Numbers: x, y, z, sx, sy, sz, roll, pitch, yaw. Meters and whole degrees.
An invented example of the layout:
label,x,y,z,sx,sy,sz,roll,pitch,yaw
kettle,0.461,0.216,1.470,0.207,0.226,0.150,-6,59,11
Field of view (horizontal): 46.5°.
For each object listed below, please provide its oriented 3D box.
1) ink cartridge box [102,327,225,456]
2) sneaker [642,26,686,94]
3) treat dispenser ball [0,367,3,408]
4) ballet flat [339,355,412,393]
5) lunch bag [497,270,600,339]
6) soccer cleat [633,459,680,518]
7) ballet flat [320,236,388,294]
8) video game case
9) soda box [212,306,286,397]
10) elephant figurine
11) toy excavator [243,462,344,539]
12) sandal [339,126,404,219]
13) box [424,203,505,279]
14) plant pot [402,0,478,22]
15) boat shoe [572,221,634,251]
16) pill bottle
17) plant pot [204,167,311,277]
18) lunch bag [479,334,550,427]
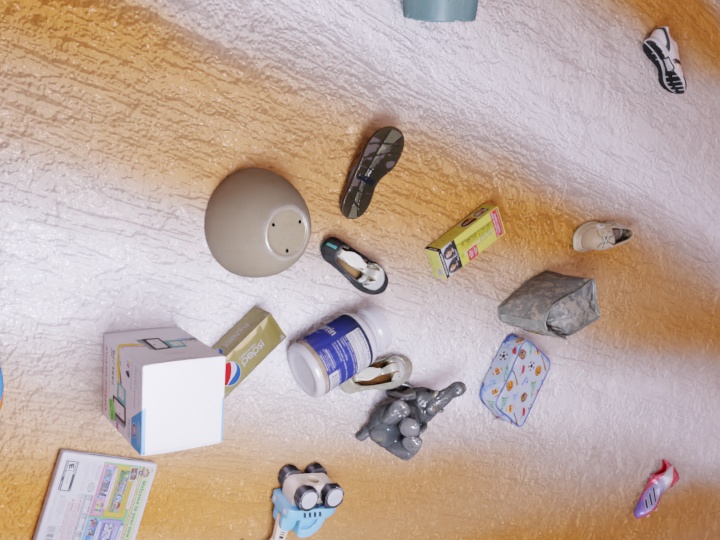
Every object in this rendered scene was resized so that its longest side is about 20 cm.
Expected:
label,x,y,z,sx,sy,sz,roll,pitch,yaw
ink cartridge box,-0.332,0.194,1.401,0.143,0.198,0.151,-3,102,-34
sneaker,0.809,-0.547,2.187,0.081,0.073,0.201,-53,126,-17
treat dispenser ball,-0.610,0.172,1.185,0.197,0.199,0.206,-9,105,-35
ballet flat,0.044,0.219,1.768,0.197,0.062,0.069,-13,75,-35
lunch bag,0.443,0.092,1.988,0.197,0.163,0.120,-24,110,-30
soccer cleat,0.874,0.656,2.511,0.199,0.067,0.077,-40,89,-18
ballet flat,0.000,0.000,1.694,0.198,0.068,0.069,31,81,-37
video game case,-0.465,0.422,1.462,0.180,0.022,0.205,18,88,-38
soda box,-0.234,0.160,1.551,0.200,0.067,0.065,-45,122,-21
elephant figurine,0.113,0.304,1.816,0.200,0.153,0.143,-45,164,-50
toy excavator,-0.145,0.505,1.685,0.191,0.099,0.205,6,105,-36
sandal,0.015,-0.199,1.677,0.081,0.055,0.203,22,101,-32
box,0.234,-0.066,1.868,0.198,0.050,0.077,-35,118,-26
plant pot,0.159,-0.589,1.621,0.197,0.199,0.201,-13,115,-34
boat shoe,0.622,-0.087,2.148,0.196,0.064,0.074,-10,106,-35
pill bottle,-0.037,0.157,1.670,0.198,0.115,0.118,-29,116,-29
plant pot,-0.163,-0.077,1.512,0.197,0.133,0.206,-9,106,-36
lunch bag,0.376,0.273,2.035,0.160,0.075,0.203,40,75,-38
